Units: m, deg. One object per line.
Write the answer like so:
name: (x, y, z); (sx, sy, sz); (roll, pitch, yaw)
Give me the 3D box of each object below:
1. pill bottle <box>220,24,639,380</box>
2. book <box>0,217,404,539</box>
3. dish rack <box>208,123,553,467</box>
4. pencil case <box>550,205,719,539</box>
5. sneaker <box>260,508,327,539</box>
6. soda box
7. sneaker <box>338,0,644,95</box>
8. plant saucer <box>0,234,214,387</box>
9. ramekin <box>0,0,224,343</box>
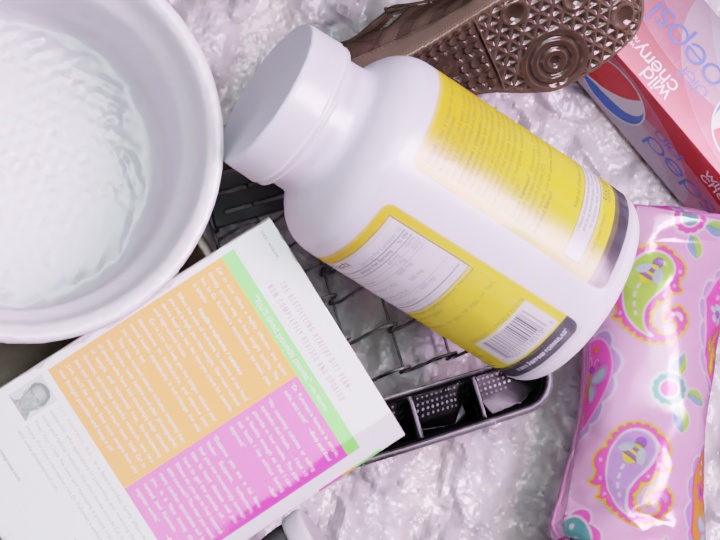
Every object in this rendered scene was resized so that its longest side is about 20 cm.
pill bottle: (0.033, -0.038, 1.512); (0.200, 0.112, 0.112); (33, 74, -18)
book: (-0.096, 0.083, 1.519); (0.200, 0.048, 0.134); (-32, 89, -8)
dish rack: (0.000, 0.000, 1.598); (0.153, 0.055, 0.200); (-16, 85, -18)
pencil case: (0.150, 0.061, 1.603); (0.087, 0.087, 0.201); (9, 78, -13)
sneaker: (-0.020, 0.228, 1.553); (0.099, 0.071, 0.200); (-31, 105, 4)
soda box: (0.182, -0.093, 1.653); (0.063, 0.070, 0.200); (-41, 91, -18)
sneaker: (0.049, -0.126, 1.590); (0.200, 0.076, 0.071); (-21, 127, -9)
plant saucer: (-0.163, 0.039, 1.556); (0.200, 0.029, 0.201); (2, 80, -12)
ramekin: (-0.173, -0.059, 1.503); (0.200, 0.098, 0.201); (1, 83, -11)
